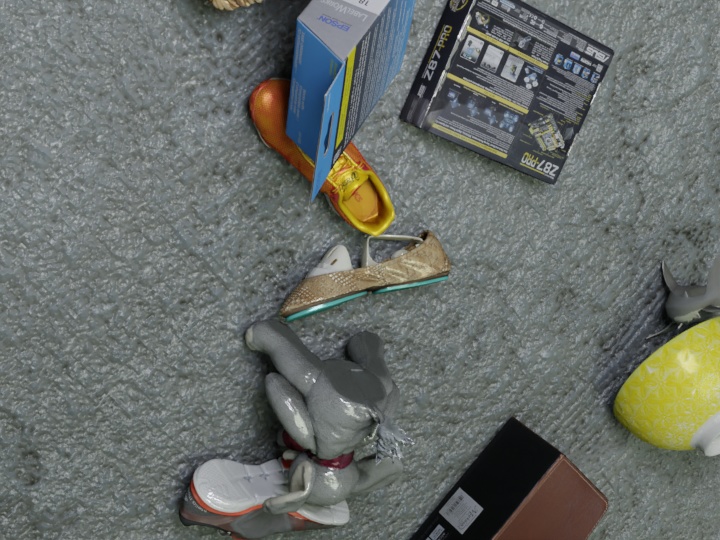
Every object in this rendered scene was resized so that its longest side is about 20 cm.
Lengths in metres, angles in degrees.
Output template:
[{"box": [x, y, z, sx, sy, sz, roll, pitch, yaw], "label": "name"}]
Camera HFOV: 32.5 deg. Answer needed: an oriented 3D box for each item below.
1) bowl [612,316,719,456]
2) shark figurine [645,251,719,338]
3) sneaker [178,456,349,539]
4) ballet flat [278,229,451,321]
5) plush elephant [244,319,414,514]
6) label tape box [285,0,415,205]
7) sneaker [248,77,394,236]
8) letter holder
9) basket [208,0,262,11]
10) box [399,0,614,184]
[{"box": [0.419, 0.160, 1.506, 0.200, 0.108, 0.200, -22, 146, -16], "label": "bowl"}, {"box": [0.392, 0.024, 1.490, 0.128, 0.214, 0.090, -21, 81, 10], "label": "shark figurine"}, {"box": [-0.106, 0.249, 1.315, 0.200, 0.077, 0.082, 17, 127, -33], "label": "sneaker"}, {"box": [0.000, 0.000, 1.279, 0.200, 0.070, 0.065, -14, 88, -28], "label": "ballet flat"}, {"box": [-0.035, 0.168, 1.265, 0.164, 0.200, 0.155, 5, 125, -39], "label": "plush elephant"}, {"box": [-0.021, -0.180, 1.096, 0.200, 0.063, 0.144, -58, 168, -36], "label": "label tape box"}, {"box": [-0.030, -0.113, 1.199, 0.073, 0.077, 0.200, -49, 124, -3], "label": "sneaker"}, {"box": [0.181, 0.304, 1.476, 0.200, 0.101, 0.142, -50, 127, -5], "label": "letter holder"}, {"box": [-0.108, -0.344, 1.071, 0.142, 0.149, 0.200, -15, 121, 12], "label": "basket"}, {"box": [0.156, -0.195, 1.294, 0.200, 0.049, 0.162, 17, 98, -34], "label": "box"}]
